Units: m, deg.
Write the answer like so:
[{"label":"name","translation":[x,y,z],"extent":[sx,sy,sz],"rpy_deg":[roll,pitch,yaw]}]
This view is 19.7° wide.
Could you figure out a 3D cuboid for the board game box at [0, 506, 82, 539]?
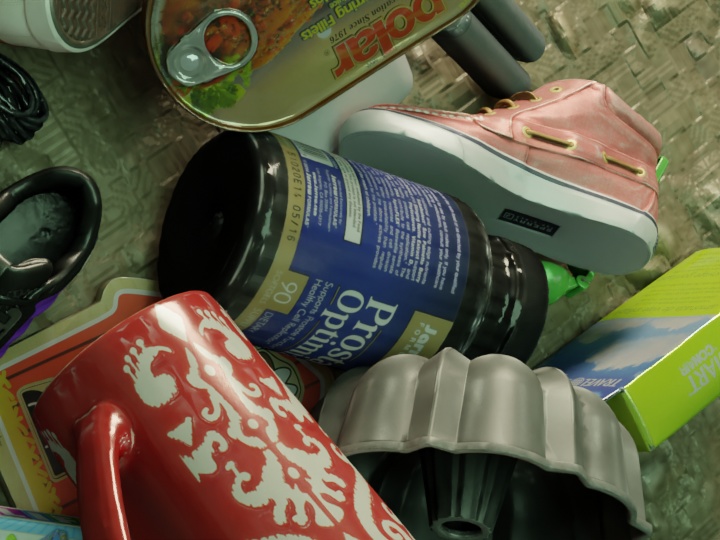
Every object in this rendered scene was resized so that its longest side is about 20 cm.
[{"label":"board game box","translation":[-0.172,0.221,1.037],"extent":[0.134,0.034,0.200],"rpy_deg":[13,89,-28]}]

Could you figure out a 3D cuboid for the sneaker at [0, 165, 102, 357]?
[{"label":"sneaker","translation":[-0.198,0.017,1.017],"extent":[0.070,0.100,0.200],"rpy_deg":[41,64,-6]}]

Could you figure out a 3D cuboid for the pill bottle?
[{"label":"pill bottle","translation":[0.000,0.000,1.129],"extent":[0.200,0.112,0.112],"rpy_deg":[18,77,-31]}]

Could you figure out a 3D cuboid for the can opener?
[{"label":"can opener","translation":[0.046,-0.155,1.171],"extent":[0.200,0.066,0.053],"rpy_deg":[33,77,-55]}]

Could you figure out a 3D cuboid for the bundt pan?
[{"label":"bundt pan","translation":[0.057,0.106,1.114],"extent":[0.202,0.202,0.076],"rpy_deg":[25,55,-26]}]

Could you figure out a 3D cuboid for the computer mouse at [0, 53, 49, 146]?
[{"label":"computer mouse","translation":[-0.249,-0.054,1.029],"extent":[0.138,0.053,0.200],"rpy_deg":[40,67,-22]}]

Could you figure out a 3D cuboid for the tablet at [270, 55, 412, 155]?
[{"label":"tablet","translation":[-0.040,-0.145,1.134],"extent":[0.130,0.014,0.200],"rpy_deg":[-42,130,-27]}]

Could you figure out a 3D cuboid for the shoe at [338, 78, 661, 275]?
[{"label":"shoe","translation":[0.085,-0.072,1.208],"extent":[0.200,0.071,0.091],"rpy_deg":[20,57,-14]}]

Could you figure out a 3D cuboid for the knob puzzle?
[{"label":"knob puzzle","translation":[-0.093,0.095,1.116],"extent":[0.219,0.030,0.220],"rpy_deg":[3,83,-29]}]

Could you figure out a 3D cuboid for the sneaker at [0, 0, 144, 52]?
[{"label":"sneaker","translation":[-0.133,-0.170,1.101],"extent":[0.200,0.085,0.073],"rpy_deg":[-34,121,-50]}]

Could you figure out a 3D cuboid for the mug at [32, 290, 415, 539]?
[{"label":"mug","translation":[-0.061,0.114,0.981],"extent":[0.133,0.178,0.200],"rpy_deg":[-37,76,-2]}]

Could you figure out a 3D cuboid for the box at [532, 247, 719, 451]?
[{"label":"box","translation":[0.177,0.049,1.222],"extent":[0.200,0.122,0.048],"rpy_deg":[-33,103,-28]}]

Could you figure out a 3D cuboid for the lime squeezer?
[{"label":"lime squeezer","translation":[0.118,-0.016,1.253],"extent":[0.200,0.038,0.071],"rpy_deg":[-15,62,-29]}]

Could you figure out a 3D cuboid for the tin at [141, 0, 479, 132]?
[{"label":"tin","translation":[-0.019,-0.151,1.063],"extent":[0.200,0.042,0.112],"rpy_deg":[-32,107,-3]}]
